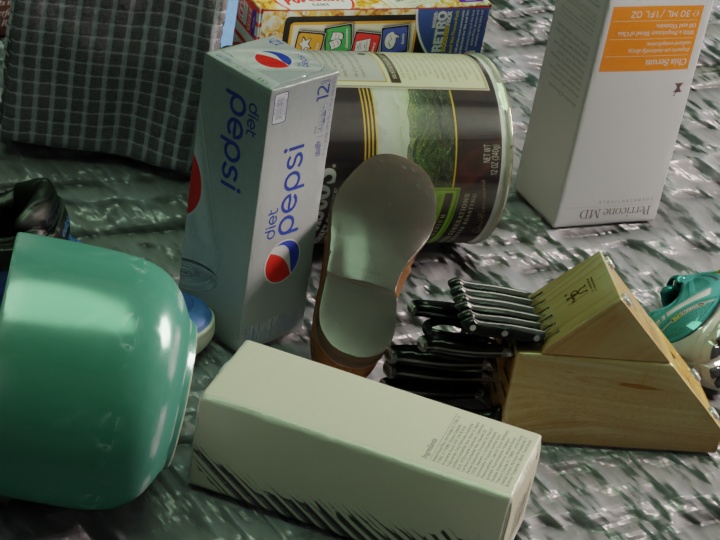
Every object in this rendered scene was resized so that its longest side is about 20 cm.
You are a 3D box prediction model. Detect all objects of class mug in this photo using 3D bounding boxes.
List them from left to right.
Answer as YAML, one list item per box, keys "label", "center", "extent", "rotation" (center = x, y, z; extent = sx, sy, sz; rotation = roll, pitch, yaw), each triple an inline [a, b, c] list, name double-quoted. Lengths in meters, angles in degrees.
- label: "mug"
  center: [-0.159, 0.051, 1.255]
  extent: [0.114, 0.152, 0.185]
  rotation: [12, 48, -8]

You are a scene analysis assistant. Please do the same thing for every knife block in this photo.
- label: "knife block"
  center: [0.120, 0.080, 1.423]
  extent: [0.200, 0.175, 0.064]
  rotation: [49, 14, -29]

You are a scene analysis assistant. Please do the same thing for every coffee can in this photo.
- label: "coffee can"
  center: [-0.006, -0.091, 1.579]
  extent: [0.199, 0.147, 0.146]
  rotation: [-1, 31, -21]

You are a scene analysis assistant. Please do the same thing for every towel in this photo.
- label: "towel"
  center: [-0.186, -0.172, 1.614]
  extent: [0.165, 0.200, 0.086]
  rotation: [5, 36, -11]

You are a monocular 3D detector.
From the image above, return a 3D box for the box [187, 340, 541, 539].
- label: "box"
  center: [0.002, 0.115, 1.295]
  extent: [0.199, 0.069, 0.082]
  rotation: [18, 29, 13]

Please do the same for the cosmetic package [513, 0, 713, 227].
- label: "cosmetic package"
  center: [0.198, -0.139, 1.679]
  extent: [0.101, 0.201, 0.071]
  rotation: [-5, 33, -26]

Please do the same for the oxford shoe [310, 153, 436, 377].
- label: "oxford shoe"
  center: [0.000, 0.000, 1.455]
  extent: [0.071, 0.071, 0.200]
  rotation: [22, 49, -2]

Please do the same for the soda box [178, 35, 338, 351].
- label: "soda box"
  center: [-0.071, -0.050, 1.427]
  extent: [0.068, 0.201, 0.063]
  rotation: [32, 36, 34]

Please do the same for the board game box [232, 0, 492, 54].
- label: "board game box"
  center: [-0.006, -0.148, 1.676]
  extent: [0.199, 0.152, 0.046]
  rotation: [-4, 32, -26]

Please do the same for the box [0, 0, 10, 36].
- label: "box"
  center: [-0.360, -0.314, 1.837]
  extent: [0.165, 0.165, 0.200]
  rotation: [-9, 35, -33]

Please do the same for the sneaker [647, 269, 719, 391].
- label: "sneaker"
  center: [0.262, 0.018, 1.558]
  extent: [0.079, 0.078, 0.200]
  rotation: [15, 28, 27]

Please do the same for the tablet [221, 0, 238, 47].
- label: "tablet"
  center: [-0.081, -0.194, 1.785]
  extent: [0.200, 0.014, 0.131]
  rotation: [-3, 66, -39]

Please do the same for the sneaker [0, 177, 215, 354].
- label: "sneaker"
  center: [-0.188, -0.001, 1.391]
  extent: [0.199, 0.112, 0.077]
  rotation: [6, 29, -10]
